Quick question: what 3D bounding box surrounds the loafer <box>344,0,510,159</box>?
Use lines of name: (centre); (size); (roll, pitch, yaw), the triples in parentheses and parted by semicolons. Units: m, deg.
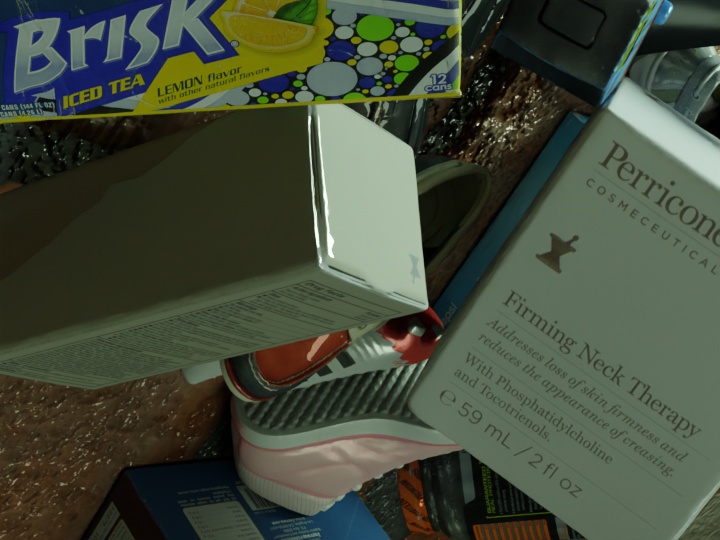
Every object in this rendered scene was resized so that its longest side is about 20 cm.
loafer: (0.000, -0.100, 0.663); (0.072, 0.073, 0.202); (17, 107, -45)

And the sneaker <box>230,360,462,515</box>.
sneaker: (0.005, 0.111, 0.887); (0.197, 0.076, 0.105); (-4, 140, -15)

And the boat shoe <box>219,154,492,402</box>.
boat shoe: (0.000, 0.000, 0.726); (0.200, 0.062, 0.072); (-43, 119, -34)

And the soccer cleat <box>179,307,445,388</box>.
soccer cleat: (-0.027, 0.040, 0.806); (0.198, 0.069, 0.085); (5, 136, -46)

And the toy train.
toy train: (0.143, -0.186, 0.661); (0.114, 0.086, 0.201); (-50, 168, -56)

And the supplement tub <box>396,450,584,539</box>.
supplement tub: (0.131, 0.144, 0.981); (0.197, 0.124, 0.123); (-6, 150, 12)

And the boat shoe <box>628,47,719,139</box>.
boat shoe: (0.242, -0.103, 0.920); (0.074, 0.065, 0.202); (-39, 149, -2)

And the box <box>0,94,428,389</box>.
box: (-0.077, -0.006, 0.579); (0.198, 0.079, 0.095); (-14, 161, 27)

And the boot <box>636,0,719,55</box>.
boot: (0.235, -0.142, 0.766); (0.198, 0.169, 0.077); (-27, 147, -21)

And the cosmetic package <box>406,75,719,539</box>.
cosmetic package: (0.156, 0.023, 0.743); (0.201, 0.166, 0.166); (-57, 175, 19)

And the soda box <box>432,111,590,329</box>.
soda box: (0.128, -0.009, 0.908); (0.064, 0.068, 0.201); (2, 128, -49)

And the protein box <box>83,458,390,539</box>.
protein box: (-0.067, 0.247, 0.879); (0.197, 0.200, 0.136); (3, 129, -49)

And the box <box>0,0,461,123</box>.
box: (-0.061, -0.106, 0.491); (0.197, 0.065, 0.070); (-4, 142, 2)
